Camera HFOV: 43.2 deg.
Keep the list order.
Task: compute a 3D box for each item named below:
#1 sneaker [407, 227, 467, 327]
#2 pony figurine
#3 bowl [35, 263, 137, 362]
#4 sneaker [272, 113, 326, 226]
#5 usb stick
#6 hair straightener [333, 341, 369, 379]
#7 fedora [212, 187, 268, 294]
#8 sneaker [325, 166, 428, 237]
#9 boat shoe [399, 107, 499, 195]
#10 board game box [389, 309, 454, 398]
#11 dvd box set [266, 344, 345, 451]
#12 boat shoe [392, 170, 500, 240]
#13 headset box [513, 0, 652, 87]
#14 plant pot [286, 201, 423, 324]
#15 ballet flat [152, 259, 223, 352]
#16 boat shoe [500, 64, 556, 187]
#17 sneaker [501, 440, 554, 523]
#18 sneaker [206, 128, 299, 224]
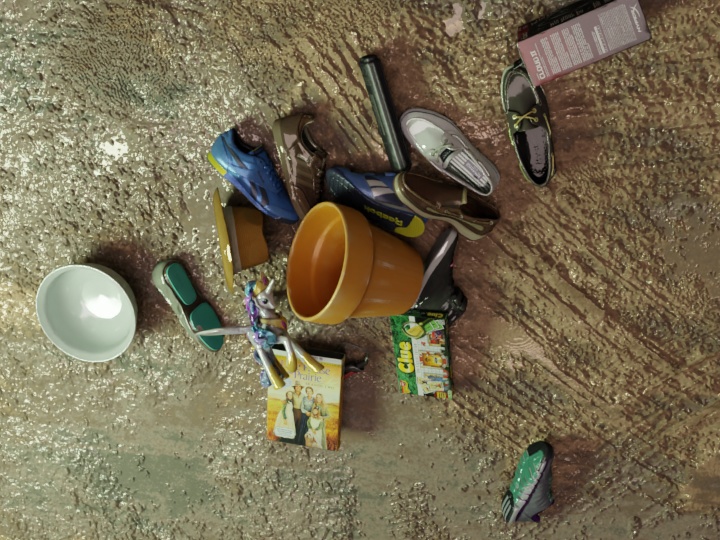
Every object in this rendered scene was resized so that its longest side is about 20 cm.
[{"bbox_3d":[0.155,0.019,1.608,0.099,0.071,0.201,22,121,-2],"label":"sneaker"},{"bbox_3d":[-0.175,0.109,1.616,0.193,0.166,0.201,-20,100,46],"label":"pony figurine"},{"bbox_3d":[-0.505,0.066,1.734,0.200,0.090,0.202,4,114,9],"label":"bowl"},{"bbox_3d":[-0.089,-0.170,1.567,0.075,0.071,0.201,-12,111,14],"label":"sneaker"},{"bbox_3d":[0.042,-0.259,1.514,0.032,0.055,0.201,-23,110,-11],"label":"usb stick"},{"bbox_3d":[-0.069,0.191,1.734,0.199,0.041,0.077,-28,105,26],"label":"hair straightener"},{"bbox_3d":[-0.206,-0.056,1.583,0.081,0.201,0.202,-10,113,-8],"label":"fedora"},{"bbox_3d":[0.034,-0.131,1.565,0.199,0.082,0.074,28,149,11],"label":"sneaker"},{"bbox_3d":[0.150,-0.199,1.512,0.199,0.067,0.074,33,115,-5],"label":"boat shoe"},{"bbox_3d":[0.114,0.154,1.663,0.104,0.024,0.201,6,130,19],"label":"board game box"},{"bbox_3d":[-0.105,0.241,1.730,0.145,0.029,0.201,9,113,10],"label":"dvd box set"},{"bbox_3d":[0.149,-0.121,1.512,0.202,0.075,0.075,22,146,-30],"label":"boat shoe"},{"bbox_3d":[0.321,-0.353,1.368,0.199,0.149,0.078,-22,107,17],"label":"headset box"},{"bbox_3d":[0.000,0.000,1.552,0.182,0.200,0.201,12,120,-31],"label":"plant pot"},{"bbox_3d":[-0.328,0.069,1.728,0.063,0.067,0.201,-12,113,44],"label":"ballet flat"},{"bbox_3d":[0.276,-0.234,1.477,0.071,0.061,0.202,-14,110,16],"label":"boat shoe"},{"bbox_3d":[0.344,0.408,1.751,0.087,0.075,0.201,12,124,-13],"label":"sneaker"},{"bbox_3d":[-0.173,-0.164,1.588,0.200,0.066,0.078,42,110,-9],"label":"sneaker"}]
